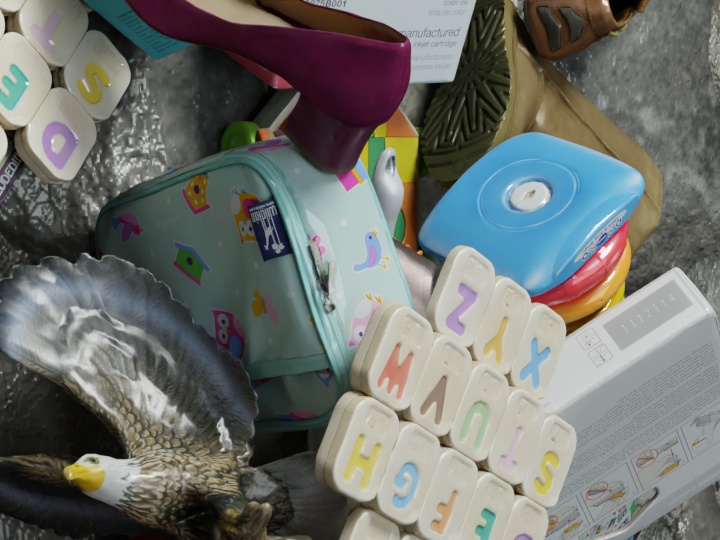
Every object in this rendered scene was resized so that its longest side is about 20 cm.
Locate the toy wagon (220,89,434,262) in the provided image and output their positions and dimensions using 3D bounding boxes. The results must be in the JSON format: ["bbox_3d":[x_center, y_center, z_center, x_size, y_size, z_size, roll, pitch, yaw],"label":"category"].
[{"bbox_3d":[-0.016,-0.017,1.307,0.154,0.039,0.202,-2,94,-41],"label":"toy wagon"}]

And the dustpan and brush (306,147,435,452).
[{"bbox_3d":[0.017,0.023,1.278,0.139,0.057,0.201,-28,139,-46],"label":"dustpan and brush"}]

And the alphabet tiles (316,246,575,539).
[{"bbox_3d":[0.051,0.097,1.123,0.200,0.015,0.197,36,72,-48],"label":"alphabet tiles"}]

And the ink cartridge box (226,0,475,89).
[{"bbox_3d":[0.004,-0.216,1.232,0.145,0.083,0.201,-6,123,-38],"label":"ink cartridge box"}]

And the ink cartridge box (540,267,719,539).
[{"bbox_3d":[0.137,0.110,1.286,0.199,0.045,0.177,-32,143,-3],"label":"ink cartridge box"}]

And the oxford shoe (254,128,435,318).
[{"bbox_3d":[0.000,0.000,1.214,0.072,0.071,0.201,-25,79,-13],"label":"oxford shoe"}]

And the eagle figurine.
[{"bbox_3d":[-0.117,0.101,1.098,0.152,0.200,0.151,-41,144,-16],"label":"eagle figurine"}]

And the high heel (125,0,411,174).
[{"bbox_3d":[-0.053,-0.146,1.076,0.200,0.096,0.067,42,47,9],"label":"high heel"}]

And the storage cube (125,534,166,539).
[{"bbox_3d":[-0.082,0.269,1.161,0.180,0.199,0.172,-46,128,-30],"label":"storage cube"}]

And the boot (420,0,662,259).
[{"bbox_3d":[0.129,-0.070,1.389,0.200,0.066,0.176,45,43,-34],"label":"boot"}]

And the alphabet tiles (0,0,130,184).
[{"bbox_3d":[-0.200,-0.145,1.115,0.200,0.015,0.196,51,45,-28],"label":"alphabet tiles"}]

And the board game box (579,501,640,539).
[{"bbox_3d":[0.123,0.212,1.418,0.200,0.029,0.135,-54,145,-26],"label":"board game box"}]

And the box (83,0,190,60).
[{"bbox_3d":[-0.155,-0.208,1.147,0.200,0.049,0.083,39,45,-39],"label":"box"}]

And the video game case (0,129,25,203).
[{"bbox_3d":[-0.271,-0.060,1.083,0.181,0.036,0.201,43,65,-33],"label":"video game case"}]

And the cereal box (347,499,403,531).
[{"bbox_3d":[0.057,0.145,1.347,0.200,0.039,0.145,-42,142,-32],"label":"cereal box"}]

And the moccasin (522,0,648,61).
[{"bbox_3d":[0.172,-0.203,1.413,0.201,0.077,0.074,-41,116,-59],"label":"moccasin"}]

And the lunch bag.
[{"bbox_3d":[-0.059,0.015,1.156,0.077,0.199,0.162,-18,93,-38],"label":"lunch bag"}]

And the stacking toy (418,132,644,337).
[{"bbox_3d":[0.124,0.027,1.291,0.116,0.109,0.201,-42,135,-24],"label":"stacking toy"}]
